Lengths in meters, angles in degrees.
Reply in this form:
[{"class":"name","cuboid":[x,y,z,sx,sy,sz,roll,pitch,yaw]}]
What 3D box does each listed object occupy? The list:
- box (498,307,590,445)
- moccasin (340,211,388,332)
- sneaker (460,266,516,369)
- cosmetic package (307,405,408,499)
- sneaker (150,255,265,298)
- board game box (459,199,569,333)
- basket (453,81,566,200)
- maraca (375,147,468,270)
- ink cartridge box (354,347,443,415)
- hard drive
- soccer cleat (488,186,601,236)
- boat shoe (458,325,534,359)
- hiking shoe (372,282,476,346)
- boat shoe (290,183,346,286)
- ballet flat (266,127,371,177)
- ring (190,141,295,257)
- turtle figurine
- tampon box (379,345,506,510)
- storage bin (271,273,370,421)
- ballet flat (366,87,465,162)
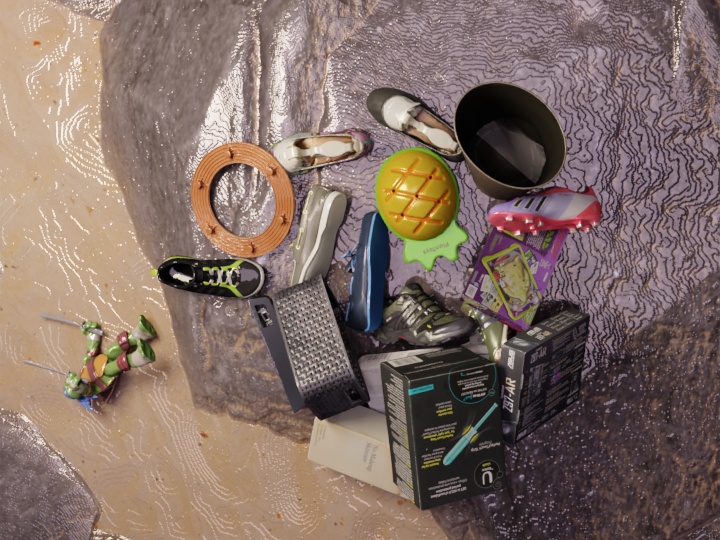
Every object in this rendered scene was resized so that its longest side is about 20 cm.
[{"class":"box","cuboid":[0.289,0.164,1.338,0.043,0.199,0.162,20,119,39]},{"class":"moccasin","cuboid":[0.000,0.000,1.420,0.067,0.080,0.203,1,78,30]},{"class":"sneaker","cuboid":[0.210,0.076,1.389,0.089,0.067,0.203,-2,64,22]},{"class":"cosmetic package","cuboid":[0.017,0.302,1.443,0.198,0.073,0.105,18,123,12]},{"class":"sneaker","cuboid":[-0.266,0.016,1.467,0.197,0.083,0.073,2,98,8]},{"class":"board game box","cuboid":[0.251,-0.010,1.365,0.119,0.032,0.201,26,65,7]},{"class":"basket","cuboid":[0.225,-0.184,1.305,0.180,0.200,0.136,42,90,9]},{"class":"maraca","cuboid":[0.101,-0.102,1.389,0.136,0.107,0.202,-20,94,9]},{"class":"ink cartridge box","cuboid":[0.095,0.232,1.445,0.159,0.050,0.202,-9,116,30]},{"class":"hard drive","cuboid":[-0.139,0.136,1.442,0.042,0.135,0.202,-22,93,-6]},{"class":"soccer cleat","cuboid":[0.296,-0.100,1.362,0.197,0.067,0.077,0,69,-13]},{"class":"boat shoe","cuboid":[0.217,0.129,1.428,0.197,0.071,0.071,-11,67,14]},{"class":"hiking shoe","cuboid":[0.099,0.071,1.398,0.198,0.075,0.102,-3,91,37]},{"class":"boat shoe","cuboid":[-0.083,-0.047,1.443,0.060,0.072,0.204,27,108,25]},{"class":"ballet flat","cuboid":[-0.081,-0.201,1.421,0.197,0.071,0.070,-10,96,9]},{"class":"ring","cuboid":[-0.207,-0.119,1.451,0.198,0.019,0.203,6,108,18]},{"class":"turtle figurine","cuboid":[-0.470,0.141,1.482,0.192,0.144,0.202,-26,96,6]},{"class":"tampon box","cuboid":[0.127,0.238,1.303,0.148,0.126,0.203,-9,100,-17]},{"class":"storage bin","cuboid":[-0.065,0.127,1.385,0.093,0.136,0.202,-21,60,3]},{"class":"ballet flat","cuboid":[0.097,-0.246,1.392,0.198,0.068,0.069,29,101,4]}]
